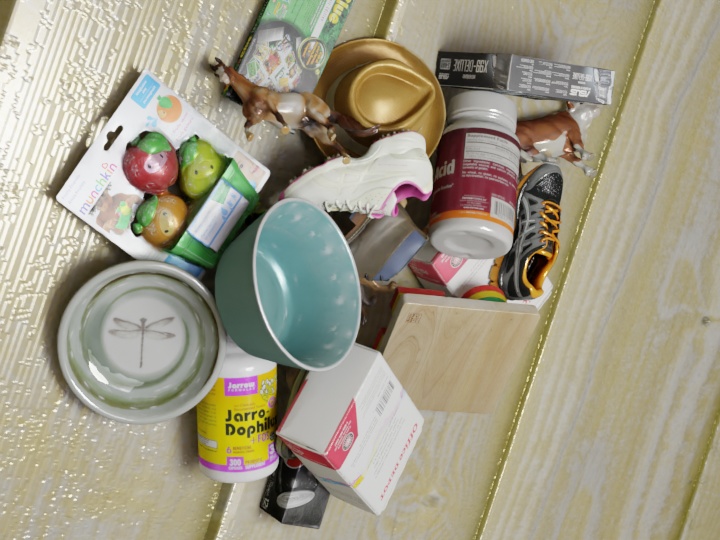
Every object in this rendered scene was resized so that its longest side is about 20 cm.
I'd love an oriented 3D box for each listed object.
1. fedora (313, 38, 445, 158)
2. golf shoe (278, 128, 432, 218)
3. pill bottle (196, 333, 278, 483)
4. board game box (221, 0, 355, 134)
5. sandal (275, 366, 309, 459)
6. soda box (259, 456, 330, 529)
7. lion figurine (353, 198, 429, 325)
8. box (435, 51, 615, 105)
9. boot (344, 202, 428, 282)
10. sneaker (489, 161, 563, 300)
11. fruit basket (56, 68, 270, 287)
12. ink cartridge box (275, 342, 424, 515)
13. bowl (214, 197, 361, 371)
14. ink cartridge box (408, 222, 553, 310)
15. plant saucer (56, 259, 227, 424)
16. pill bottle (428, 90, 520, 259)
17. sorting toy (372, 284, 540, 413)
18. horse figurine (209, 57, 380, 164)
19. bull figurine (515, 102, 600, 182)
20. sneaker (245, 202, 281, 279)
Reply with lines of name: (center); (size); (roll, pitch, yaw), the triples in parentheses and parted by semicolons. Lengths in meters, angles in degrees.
fedora: (0.030, -0.214, 1.469); (0.197, 0.082, 0.205); (3, 82, -21)
golf shoe: (-0.003, -0.099, 1.410); (0.197, 0.075, 0.093); (-22, 77, 3)
pill bottle: (-0.155, 0.154, 1.436); (0.103, 0.104, 0.204); (-10, 106, -33)
board game box: (-0.086, -0.284, 1.429); (0.104, 0.023, 0.203); (27, 85, -22)
sandal: (-0.072, 0.139, 1.467); (0.203, 0.057, 0.080); (-66, 147, -19)
soda box: (-0.066, 0.238, 1.543); (0.070, 0.063, 0.204); (17, 89, -36)
lion figurine: (0.009, -0.041, 1.531); (0.121, 0.072, 0.202); (29, 89, -15)
box: (0.227, -0.266, 1.584); (0.197, 0.157, 0.051); (1, 100, -36)
boot: (0.000, 0.000, 1.472); (0.096, 0.075, 0.201); (37, 102, 7)
sneaker: (0.247, -0.050, 1.592); (0.077, 0.077, 0.204); (16, 90, -35)
fruit basket: (-0.223, -0.100, 1.342); (0.200, 0.093, 0.187); (41, 76, -31)
ink cartridge box: (-0.008, 0.199, 1.457); (0.149, 0.084, 0.201); (-61, 148, -21)
bowl: (-0.097, 0.026, 1.355); (0.200, 0.104, 0.205); (25, 58, -49)
ink cartridge box: (0.171, 0.002, 1.648); (0.146, 0.084, 0.201); (-48, 121, -17)
plant saucer: (-0.257, 0.080, 1.359); (0.196, 0.050, 0.204); (-4, 107, -12)
pill bottle: (0.154, -0.128, 1.529); (0.113, 0.113, 0.204); (22, 66, -36)
sorting toy: (0.115, 0.099, 1.566); (0.195, 0.070, 0.202); (5, 131, -18)
horse figurine: (-0.079, -0.186, 1.376); (0.197, 0.133, 0.050); (8, 121, -27)
bull figurine: (0.281, -0.187, 1.677); (0.197, 0.122, 0.066); (-17, 141, -24)
sneaker: (-0.123, 0.014, 1.466); (0.081, 0.072, 0.204); (1, 99, -12)
